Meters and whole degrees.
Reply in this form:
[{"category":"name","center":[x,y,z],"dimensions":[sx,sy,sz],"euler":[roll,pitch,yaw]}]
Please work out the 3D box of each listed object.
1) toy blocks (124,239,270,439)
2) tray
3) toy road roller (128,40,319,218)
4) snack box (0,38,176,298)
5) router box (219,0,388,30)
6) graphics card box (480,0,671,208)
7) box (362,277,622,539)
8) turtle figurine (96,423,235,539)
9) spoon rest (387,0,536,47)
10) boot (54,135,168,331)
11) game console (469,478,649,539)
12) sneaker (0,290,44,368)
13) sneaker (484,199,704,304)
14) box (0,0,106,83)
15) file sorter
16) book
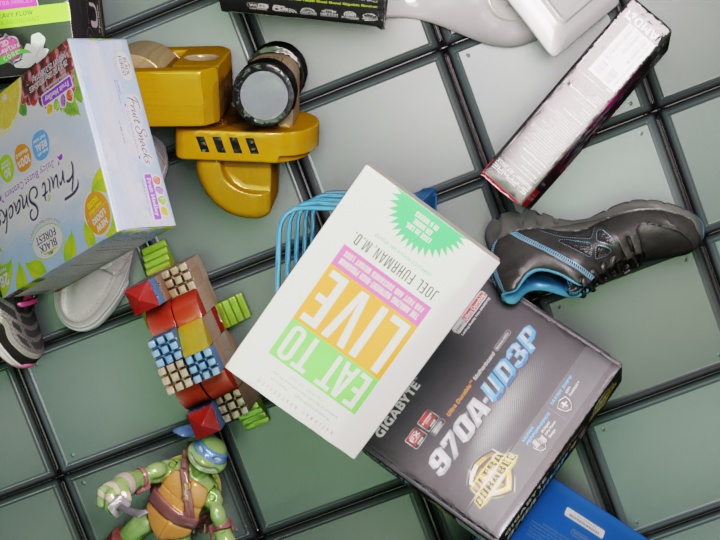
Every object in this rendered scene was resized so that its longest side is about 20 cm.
[{"category":"toy blocks","center":[-0.153,0.071,1.354],"dimensions":[0.099,0.137,0.202],"euler":[-23,95,6]},{"category":"tray","center":[0.147,-0.298,1.318],"dimensions":[0.107,0.022,0.200],"euler":[-40,93,-29]},{"category":"toy road roller","center":[-0.136,-0.128,1.341],"dimensions":[0.198,0.123,0.148],"euler":[2,108,3]},{"category":"snack box","center":[-0.257,-0.084,1.273],"dimensions":[0.199,0.067,0.170],"euler":[-23,79,47]},{"category":"router box","center":[-0.039,-0.319,1.295],"dimensions":[0.148,0.062,0.202],"euler":[6,68,2]},{"category":"graphics card box","center":[0.194,-0.144,1.311],"dimensions":[0.051,0.125,0.200],"euler":[41,97,8]},{"category":"box","center":[0.118,0.126,1.331],"dimensions":[0.158,0.046,0.200],"euler":[34,77,21]},{"category":"turtle figurine","center":[-0.185,0.256,1.361],"dimensions":[0.143,0.201,0.195],"euler":[12,125,-35]},{"category":"spoon rest","center":[0.088,-0.253,1.348],"dimensions":[0.198,0.061,0.101],"euler":[-4,98,-9]},{"category":"boot","center":[-0.244,-0.035,1.365],"dimensions":[0.073,0.096,0.202],"euler":[22,96,6]},{"category":"game console","center":[0.156,0.296,1.392],"dimensions":[0.199,0.118,0.172],"euler":[34,67,-21]},{"category":"sneaker","center":[-0.323,-0.010,1.387],"dimensions":[0.087,0.074,0.202],"euler":[-14,91,11]},{"category":"sneaker","center":[0.214,-0.011,1.339],"dimensions":[0.198,0.073,0.083],"euler":[-6,57,8]},{"category":"box","center":[-0.344,-0.244,1.336],"dimensions":[0.198,0.124,0.150],"euler":[-6,97,6]},{"category":"file sorter","center":[0.000,0.000,1.307],"dimensions":[0.121,0.200,0.140],"euler":[3,97,7]},{"category":"book","center":[0.002,0.033,1.191],"dimensions":[0.133,0.048,0.201],"euler":[35,99,0]}]
